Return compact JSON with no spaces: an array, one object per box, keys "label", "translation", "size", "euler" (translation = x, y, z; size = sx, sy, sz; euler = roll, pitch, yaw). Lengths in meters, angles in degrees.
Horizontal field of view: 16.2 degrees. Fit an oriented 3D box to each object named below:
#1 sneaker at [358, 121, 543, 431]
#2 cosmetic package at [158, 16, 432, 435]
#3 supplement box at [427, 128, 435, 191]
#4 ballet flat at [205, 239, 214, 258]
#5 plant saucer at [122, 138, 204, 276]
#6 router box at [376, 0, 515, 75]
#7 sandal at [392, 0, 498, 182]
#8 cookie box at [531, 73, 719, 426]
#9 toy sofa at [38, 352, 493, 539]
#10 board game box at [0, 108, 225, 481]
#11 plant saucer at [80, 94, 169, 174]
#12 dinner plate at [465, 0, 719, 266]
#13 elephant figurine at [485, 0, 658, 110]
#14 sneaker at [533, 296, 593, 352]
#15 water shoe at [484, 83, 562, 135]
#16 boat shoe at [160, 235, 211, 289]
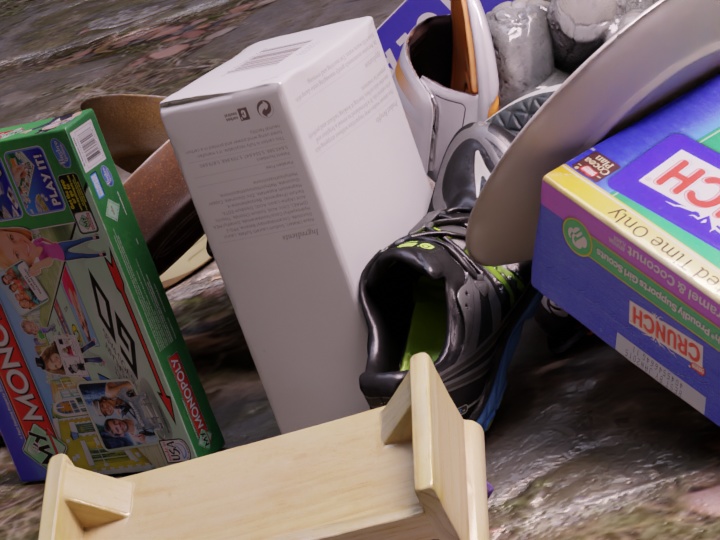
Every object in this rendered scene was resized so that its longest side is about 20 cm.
[{"label":"sneaker","translation":[0.047,0.001,1.273],"size":[0.071,0.083,0.200],"euler":[-5,50,32]},{"label":"cosmetic package","translation":[-0.016,-0.018,1.320],"size":[0.081,0.200,0.113],"euler":[-8,17,31]},{"label":"supplement box","translation":[0.021,-0.044,1.583],"size":[0.200,0.074,0.126],"euler":[-26,18,-21]},{"label":"ballet flat","translation":[0.000,0.000,1.432],"size":[0.200,0.057,0.066],"euler":[24,-3,31]},{"label":"plant saucer","translation":[-0.112,-0.035,1.483],"size":[0.200,0.034,0.200],"euler":[-45,-3,-3]},{"label":"router box","translation":[0.074,-0.173,1.565],"size":[0.200,0.049,0.179],"euler":[-43,1,33]},{"label":"sandal","translation":[0.041,-0.068,1.417],"size":[0.059,0.207,0.079],"euler":[-4,36,-7]},{"label":"cookie box","translation":[0.208,-0.018,1.153],"size":[0.200,0.075,0.171],"euler":[-30,51,-29]},{"label":"toy sofa","translation":[-0.040,0.120,1.143],"size":[0.200,0.098,0.083],"euler":[-16,41,14]},{"label":"board game box","translation":[-0.166,0.018,1.375],"size":[0.134,0.200,0.029],"euler":[-9,20,35]},{"label":"plant saucer","translation":[-0.101,-0.080,1.767],"size":[0.200,0.036,0.200],"euler":[10,-8,1]},{"label":"dinner plate","translation":[0.132,-0.067,1.208],"size":[0.200,0.024,0.200],"euler":[-35,-21,-16]},{"label":"elephant figurine","translation":[0.138,-0.099,1.492],"size":[0.155,0.142,0.200],"euler":[-24,-2,7]},{"label":"sneaker","translation":[0.145,0.003,1.308],"size":[0.112,0.078,0.200],"euler":[-28,7,-14]},{"label":"water shoe","translation":[0.144,-0.071,1.350],"size":[0.200,0.072,0.079],"euler":[-27,-24,19]},{"label":"boat shoe","translation":[-0.178,-0.001,1.693],"size":[0.073,0.063,0.200],"euler":[-5,22,41]}]
